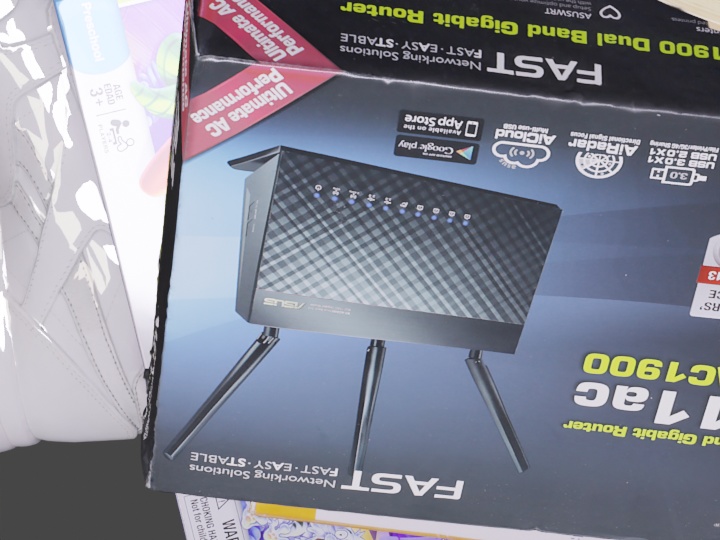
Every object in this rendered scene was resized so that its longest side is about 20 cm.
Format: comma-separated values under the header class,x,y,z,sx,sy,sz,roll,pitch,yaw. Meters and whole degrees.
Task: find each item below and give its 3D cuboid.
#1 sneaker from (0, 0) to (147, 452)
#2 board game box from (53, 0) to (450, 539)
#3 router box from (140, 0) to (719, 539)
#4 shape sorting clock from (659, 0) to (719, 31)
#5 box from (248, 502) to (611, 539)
class,x,y,z,sx,sy,sz,roll,pitch,yaw
sneaker,-0.084,-0.042,0.846,0.099,0.075,0.201,0,109,6
board game box,0.000,0.000,0.798,0.134,0.045,0.201,-13,102,1
router box,0.049,-0.005,0.670,0.199,0.062,0.150,6,136,-3
shape sorting clock,0.131,-0.103,0.656,0.199,0.200,0.039,16,125,18
box,0.074,0.019,0.763,0.199,0.041,0.120,7,101,-6
